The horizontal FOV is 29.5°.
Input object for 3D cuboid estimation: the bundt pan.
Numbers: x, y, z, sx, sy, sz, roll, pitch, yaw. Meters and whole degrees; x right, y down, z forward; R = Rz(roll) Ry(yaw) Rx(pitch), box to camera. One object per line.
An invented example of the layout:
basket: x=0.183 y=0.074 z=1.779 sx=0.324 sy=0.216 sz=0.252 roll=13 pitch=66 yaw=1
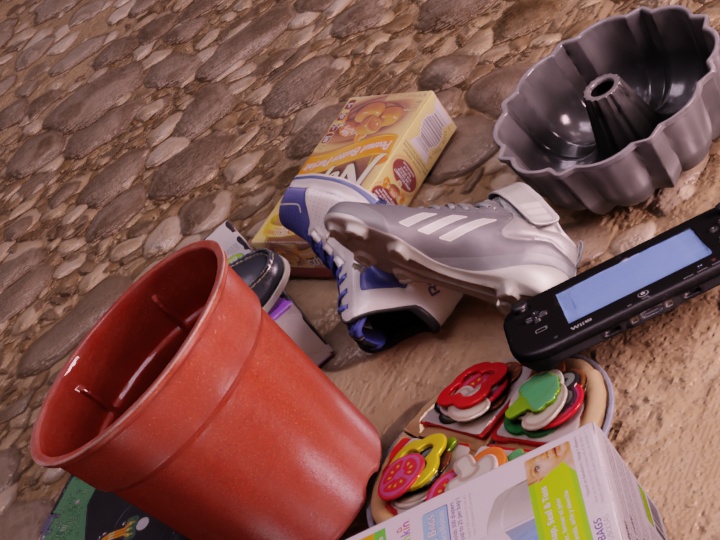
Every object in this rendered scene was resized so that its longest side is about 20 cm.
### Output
bundt pan: x=0.214 y=-0.125 z=1.122 sx=0.202 sy=0.076 sz=0.202 roll=-27 pitch=34 yaw=20

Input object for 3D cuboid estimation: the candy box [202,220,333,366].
candy box: x=-0.139 y=0.064 z=1.248 sx=0.168 sy=0.072 sz=0.200 roll=-40 pitch=32 yaw=-2

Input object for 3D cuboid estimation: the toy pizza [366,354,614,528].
toy pizza: x=0.084 y=0.120 z=0.960 sx=0.200 sy=0.032 sz=0.200 roll=-29 pitch=23 yaw=14

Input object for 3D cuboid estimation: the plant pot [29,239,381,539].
plant pot: x=-0.102 y=0.116 z=1.007 sx=0.201 sy=0.195 sz=0.201 roll=-38 pitch=24 yaw=21

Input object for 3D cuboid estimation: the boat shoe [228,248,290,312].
boat shoe: x=-0.153 y=0.039 z=1.168 sx=0.200 sy=0.062 sz=0.075 roll=-33 pitch=31 yaw=8

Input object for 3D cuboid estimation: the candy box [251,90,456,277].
candy box: x=-0.005 y=-0.083 z=1.312 sx=0.115 sy=0.055 sz=0.200 roll=2 pitch=50 yaw=45

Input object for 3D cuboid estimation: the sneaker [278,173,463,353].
sneaker: x=0.001 y=0.000 z=1.145 sx=0.199 sy=0.081 sz=0.115 roll=24 pitch=71 yaw=28

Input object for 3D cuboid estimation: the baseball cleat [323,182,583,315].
baseball cleat: x=0.075 y=-0.030 z=1.078 sx=0.070 sy=0.200 sz=0.107 roll=102 pitch=-170 yaw=-66

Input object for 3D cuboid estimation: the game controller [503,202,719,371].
game controller: x=0.196 y=0.010 z=0.972 sx=0.200 sy=0.042 sz=0.104 roll=-27 pitch=8 yaw=8

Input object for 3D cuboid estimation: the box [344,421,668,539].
box: x=0.084 y=0.199 z=0.824 sx=0.200 sy=0.101 sz=0.113 roll=-28 pitch=33 yaw=17

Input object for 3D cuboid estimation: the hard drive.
hard drive: x=-0.192 y=0.222 z=1.136 sx=0.200 sy=0.038 sz=0.140 roll=-11 pitch=41 yaw=36
